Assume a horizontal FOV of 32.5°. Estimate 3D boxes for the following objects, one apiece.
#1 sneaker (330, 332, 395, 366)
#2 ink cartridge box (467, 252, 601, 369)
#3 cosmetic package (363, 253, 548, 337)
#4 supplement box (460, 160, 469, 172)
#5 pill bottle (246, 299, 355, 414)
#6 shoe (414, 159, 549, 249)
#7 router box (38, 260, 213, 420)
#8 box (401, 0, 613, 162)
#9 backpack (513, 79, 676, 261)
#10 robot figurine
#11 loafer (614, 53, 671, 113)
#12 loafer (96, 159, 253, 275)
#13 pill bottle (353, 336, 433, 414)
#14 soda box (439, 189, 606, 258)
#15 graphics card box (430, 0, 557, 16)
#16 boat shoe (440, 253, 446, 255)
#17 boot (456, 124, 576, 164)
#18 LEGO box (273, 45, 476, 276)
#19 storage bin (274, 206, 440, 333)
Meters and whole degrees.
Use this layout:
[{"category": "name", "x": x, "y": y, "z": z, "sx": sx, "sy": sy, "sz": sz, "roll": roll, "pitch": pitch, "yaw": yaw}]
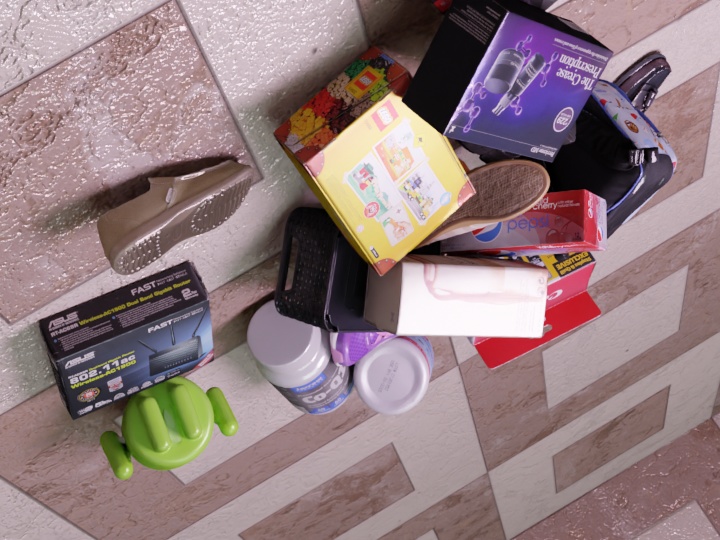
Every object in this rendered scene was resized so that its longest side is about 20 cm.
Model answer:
[{"category": "sneaker", "x": 0.033, "y": 0.066, "z": 1.681, "sx": 0.200, "sy": 0.087, "sz": 0.082, "roll": -40, "pitch": 136, "yaw": -46}, {"category": "ink cartridge box", "x": 0.223, "y": 0.014, "z": 1.738, "sx": 0.198, "sy": 0.177, "sz": 0.084, "roll": -25, "pitch": 153, "yaw": -14}, {"category": "cosmetic package", "x": 0.114, "y": 0.029, "z": 1.476, "sx": 0.197, "sy": 0.103, "sz": 0.089, "roll": 2, "pitch": 98, "yaw": -25}, {"category": "supplement box", "x": 0.071, "y": -0.109, "z": 1.532, "sx": 0.069, "sy": 0.067, "sz": 0.199, "roll": -46, "pitch": 151, "yaw": 26}, {"category": "pill bottle", "x": -0.081, "y": 0.117, "z": 1.694, "sx": 0.113, "sy": 0.115, "sz": 0.200, "roll": -32, "pitch": 154, "yaw": 1}, {"category": "shoe", "x": 0.129, "y": -0.082, "z": 1.463, "sx": 0.197, "sy": 0.071, "sz": 0.053, "roll": -20, "pitch": -174, "yaw": 15}, {"category": "router box", "x": -0.276, "y": 0.086, "z": 1.492, "sx": 0.198, "sy": 0.063, "sz": 0.151, "roll": -23, "pitch": 151, "yaw": -17}, {"category": "box", "x": 0.157, "y": -0.204, "z": 1.299, "sx": 0.198, "sy": 0.079, "sz": 0.142, "roll": 5, "pitch": 122, "yaw": -47}, {"category": "backpack", "x": 0.290, "y": -0.147, "z": 1.564, "sx": 0.153, "sy": 0.192, "sz": 0.200, "roll": -8, "pitch": 149, "yaw": -48}, {"category": "robot figurine", "x": -0.254, "y": 0.200, "z": 1.616, "sx": 0.173, "sy": 0.117, "sz": 0.200, "roll": -23, "pitch": 175, "yaw": -17}, {"category": "loafer", "x": 0.352, "y": -0.202, "z": 1.674, "sx": 0.200, "sy": 0.063, "sz": 0.071, "roll": -45, "pitch": 150, "yaw": 24}, {"category": "loafer", "x": -0.197, "y": -0.071, "z": 1.314, "sx": 0.199, "sy": 0.068, "sz": 0.076, "roll": -34, "pitch": 160, "yaw": -35}, {"category": "pill bottle", "x": 0.053, "y": 0.135, "z": 1.804, "sx": 0.108, "sy": 0.109, "sz": 0.200, "roll": -36, "pitch": -177, "yaw": 10}, {"category": "soda box", "x": 0.196, "y": -0.054, "z": 1.499, "sx": 0.198, "sy": 0.065, "sz": 0.070, "roll": -4, "pitch": 170, "yaw": 34}, {"category": "graphics card box", "x": 0.131, "y": -0.309, "z": 1.279, "sx": 0.125, "sy": 0.051, "sz": 0.199, "roll": -39, "pitch": 153, "yaw": 13}, {"category": "boat shoe", "x": 0.129, "y": -0.024, "z": 1.652, "sx": 0.201, "sy": 0.072, "sz": 0.072, "roll": -57, "pitch": 134, "yaw": -12}, {"category": "boot", "x": 0.156, "y": -0.192, "z": 1.471, "sx": 0.130, "sy": 0.071, "sz": 0.200, "roll": -17, "pitch": 135, "yaw": 36}, {"category": "LEGO box", "x": 0.019, "y": -0.117, "z": 1.358, "sx": 0.149, "sy": 0.077, "sz": 0.201, "roll": -40, "pitch": 133, "yaw": -5}, {"category": "storage bin", "x": 0.000, "y": 0.000, "z": 1.538, "sx": 0.198, "sy": 0.093, "sz": 0.138, "roll": 2, "pitch": 100, "yaw": -49}]
